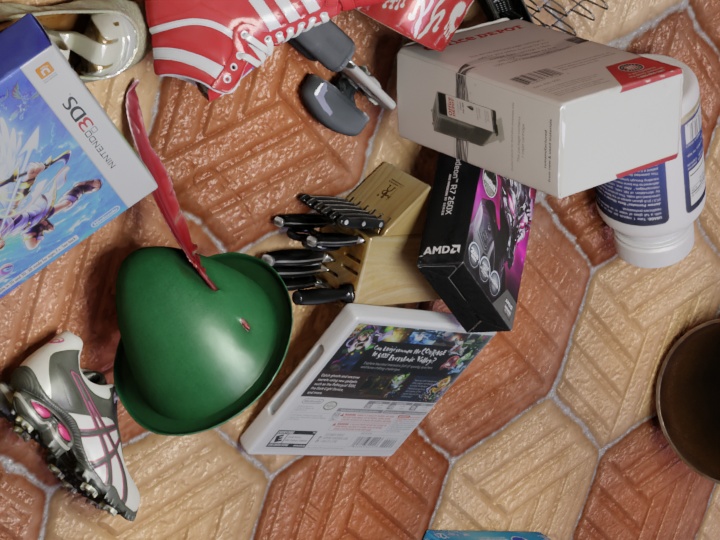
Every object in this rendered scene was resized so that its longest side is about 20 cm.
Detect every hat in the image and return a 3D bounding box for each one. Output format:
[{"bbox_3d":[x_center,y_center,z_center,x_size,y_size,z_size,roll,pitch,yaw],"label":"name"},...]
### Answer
[{"bbox_3d":[-0.167,0.005,1.582,0.166,0.200,0.176,-35,136,4],"label":"hat"}]

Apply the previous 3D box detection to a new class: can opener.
[{"bbox_3d":[-0.040,-0.174,1.671,0.067,0.053,0.200,-57,139,-4],"label":"can opener"}]

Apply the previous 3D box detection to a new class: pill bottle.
[{"bbox_3d":[0.283,-0.103,1.998,0.111,0.111,0.200,-35,134,-26],"label":"pill bottle"}]

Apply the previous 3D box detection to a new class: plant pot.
[{"bbox_3d":[0.460,0.135,2.294,0.200,0.187,0.187,-11,122,-59],"label":"plant pot"}]

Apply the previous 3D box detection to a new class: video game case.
[{"bbox_3d":[0.009,0.104,1.869,0.200,0.023,0.182,7,130,-47],"label":"video game case"},{"bbox_3d":[-0.270,-0.064,1.460,0.200,0.045,0.181,-36,142,-2],"label":"video game case"}]

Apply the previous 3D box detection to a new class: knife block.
[{"bbox_3d":[0.000,0.000,1.811,0.176,0.064,0.200,-45,138,-15],"label":"knife block"}]

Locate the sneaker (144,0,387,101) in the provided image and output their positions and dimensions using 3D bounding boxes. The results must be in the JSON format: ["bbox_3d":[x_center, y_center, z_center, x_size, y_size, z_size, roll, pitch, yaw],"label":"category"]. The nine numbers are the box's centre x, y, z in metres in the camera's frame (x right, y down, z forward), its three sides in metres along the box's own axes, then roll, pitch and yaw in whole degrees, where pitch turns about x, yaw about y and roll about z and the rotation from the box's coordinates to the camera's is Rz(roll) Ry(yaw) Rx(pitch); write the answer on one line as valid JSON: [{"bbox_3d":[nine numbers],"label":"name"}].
[{"bbox_3d":[-0.066,-0.185,1.552,0.200,0.071,0.113,0,92,-8],"label":"sneaker"}]

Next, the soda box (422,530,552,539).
[{"bbox_3d":[0.142,0.321,2.152,0.200,0.064,0.068,9,107,-47],"label":"soda box"}]

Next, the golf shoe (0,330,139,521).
[{"bbox_3d":[-0.221,0.135,1.665,0.088,0.077,0.200,-53,142,-21],"label":"golf shoe"}]

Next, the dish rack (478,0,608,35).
[{"bbox_3d":[0.190,-0.280,1.830,0.200,0.055,0.153,-42,138,-9],"label":"dish rack"}]

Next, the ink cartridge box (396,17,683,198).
[{"bbox_3d":[0.147,-0.140,1.690,0.147,0.200,0.083,-19,119,-35],"label":"ink cartridge box"}]

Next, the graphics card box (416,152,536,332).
[{"bbox_3d":[0.110,-0.059,1.824,0.125,0.051,0.200,53,43,-49],"label":"graphics card box"}]

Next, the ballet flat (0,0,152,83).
[{"bbox_3d":[-0.219,-0.163,1.489,0.200,0.062,0.068,-8,119,-43],"label":"ballet flat"}]

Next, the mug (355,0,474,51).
[{"bbox_3d":[0.084,-0.285,1.667,0.177,0.133,0.200,22,101,-38],"label":"mug"}]
